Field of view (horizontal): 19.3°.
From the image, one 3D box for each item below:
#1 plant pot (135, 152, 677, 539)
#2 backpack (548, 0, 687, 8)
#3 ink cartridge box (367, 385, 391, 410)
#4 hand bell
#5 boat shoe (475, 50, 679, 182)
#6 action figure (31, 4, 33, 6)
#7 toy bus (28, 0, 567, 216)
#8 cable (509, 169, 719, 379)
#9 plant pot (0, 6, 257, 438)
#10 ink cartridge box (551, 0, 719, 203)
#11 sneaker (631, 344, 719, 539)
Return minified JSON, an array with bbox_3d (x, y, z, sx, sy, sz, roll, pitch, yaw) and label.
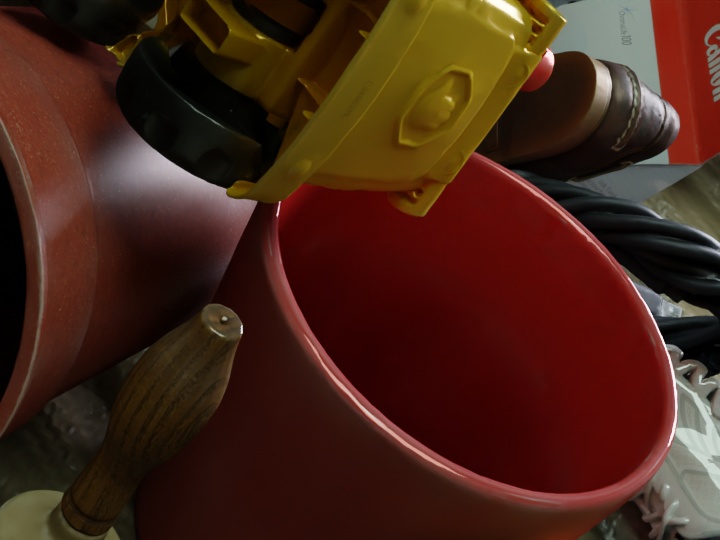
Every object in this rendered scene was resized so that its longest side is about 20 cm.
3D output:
[{"bbox_3d":[0.006,0.069,0.894,0.200,0.177,0.201,22,38,-19],"label":"plant pot"},{"bbox_3d":[0.183,-0.174,1.331,0.190,0.154,0.200,34,28,-17],"label":"backpack"},{"bbox_3d":[0.000,0.000,1.076,0.094,0.044,0.200,6,46,-38],"label":"ink cartridge box"},{"bbox_3d":[-0.094,0.083,0.776,0.104,0.200,0.104,23,38,-20],"label":"hand bell"},{"bbox_3d":[0.079,-0.069,1.118,0.070,0.200,0.070,16,80,-37],"label":"boat shoe"},{"bbox_3d":[-0.160,-0.144,1.066,0.052,0.065,0.200,-22,40,-9],"label":"action figure"},{"bbox_3d":[-0.015,-0.118,0.844,0.192,0.136,0.200,10,31,-52],"label":"toy bus"},{"bbox_3d":[0.134,0.008,1.093,0.200,0.163,0.051,30,74,-28],"label":"cable"},{"bbox_3d":[-0.151,-0.027,0.871,0.201,0.201,0.195,47,29,13],"label":"plant pot"},{"bbox_3d":[0.145,-0.104,1.180,0.047,0.200,0.160,41,31,-28],"label":"ink cartridge box"},{"bbox_3d":[0.166,0.105,1.085,0.200,0.075,0.081,39,55,11],"label":"sneaker"}]
